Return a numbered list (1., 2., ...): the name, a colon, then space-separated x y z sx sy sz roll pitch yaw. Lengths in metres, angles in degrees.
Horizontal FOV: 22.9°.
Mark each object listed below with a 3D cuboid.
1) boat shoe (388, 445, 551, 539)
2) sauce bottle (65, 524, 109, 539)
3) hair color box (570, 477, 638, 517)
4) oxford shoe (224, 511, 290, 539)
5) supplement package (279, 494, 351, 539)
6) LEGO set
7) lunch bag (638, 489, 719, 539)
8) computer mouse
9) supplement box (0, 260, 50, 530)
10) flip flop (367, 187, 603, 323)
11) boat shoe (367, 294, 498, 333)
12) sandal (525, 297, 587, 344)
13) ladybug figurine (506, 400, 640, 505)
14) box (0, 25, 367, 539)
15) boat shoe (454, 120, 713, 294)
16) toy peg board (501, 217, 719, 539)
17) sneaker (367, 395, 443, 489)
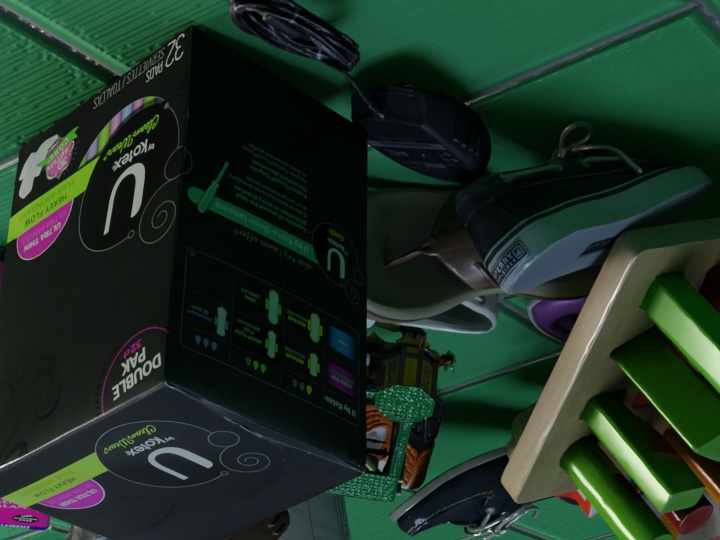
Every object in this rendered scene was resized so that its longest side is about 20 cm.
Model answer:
1. boat shoe: 0.106 0.174 1.389 0.200 0.062 0.075 -15 165 -46
2. sauce bottle: -0.155 0.115 1.093 0.065 0.065 0.200 0 134 -18
3. hair color box: 0.224 0.079 1.208 0.200 0.064 0.111 -32 157 -9
4. oxford shoe: -0.082 0.133 1.106 0.084 0.073 0.200 2 143 -15
5. supplement package: -0.093 0.179 1.345 0.109 0.114 0.200 -17 154 16
6. LEGO set: -0.036 0.059 1.147 0.200 0.116 0.154 3 137 6
7. lunch bag: 0.264 0.184 1.161 0.169 0.127 0.200 -20 174 5
8. computer mouse: 0.005 -0.096 0.886 0.059 0.034 0.200 8 163 37
9. supplement box: -0.232 0.079 1.085 0.101 0.103 0.200 6 152 -9
10. flip flop: 0.071 -0.016 1.015 0.200 0.081 0.058 -1 160 -27
11. boat shoe: 0.000 0.000 1.042 0.200 0.067 0.074 4 153 -25
12. sandal: 0.178 0.054 1.238 0.082 0.050 0.203 -19 153 21
13. ladybug figurine: 0.207 0.129 1.320 0.200 0.072 0.136 -6 -162 -3
14. box: -0.088 0.015 0.864 0.124 0.200 0.148 28 138 -36
15. boat shoe: 0.124 -0.040 0.993 0.199 0.068 0.074 -19 157 -44
16. toy peg board: 0.215 0.073 1.043 0.199 0.098 0.200 -8 135 -34
17. sneaker: -0.008 0.114 1.307 0.092 0.076 0.200 14 178 26
